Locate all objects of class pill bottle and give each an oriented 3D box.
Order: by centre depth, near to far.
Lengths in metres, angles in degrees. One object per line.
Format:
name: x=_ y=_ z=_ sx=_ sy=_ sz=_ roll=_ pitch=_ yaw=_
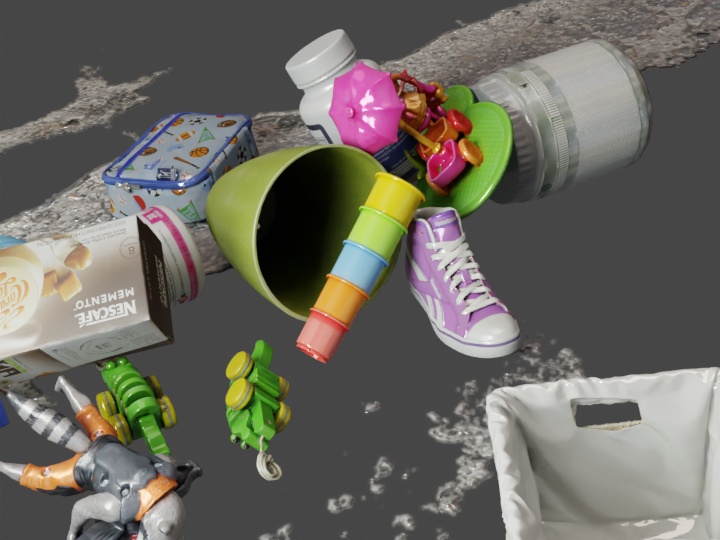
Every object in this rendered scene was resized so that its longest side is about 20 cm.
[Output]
pill bottle: x=-0.277 y=0.017 z=1.387 sx=0.199 sy=0.114 sz=0.113 roll=-27 pitch=38 yaw=-27
pill bottle: x=-0.003 y=-0.178 z=1.532 sx=0.111 sy=0.201 sz=0.111 roll=-28 pitch=22 yaw=12

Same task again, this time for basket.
basket: x=0.204 y=0.197 z=0.981 sx=0.197 sy=0.162 sz=0.201 roll=-6 pitch=34 yaw=2

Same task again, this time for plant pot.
plant pot: x=-0.085 y=-0.053 z=1.427 sx=0.186 sy=0.188 sz=0.200 roll=-27 pitch=23 yaw=-27

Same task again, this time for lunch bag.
lunch bag: x=-0.231 y=-0.133 z=1.645 sx=0.159 sy=0.076 sz=0.200 roll=7 pitch=34 yaw=24

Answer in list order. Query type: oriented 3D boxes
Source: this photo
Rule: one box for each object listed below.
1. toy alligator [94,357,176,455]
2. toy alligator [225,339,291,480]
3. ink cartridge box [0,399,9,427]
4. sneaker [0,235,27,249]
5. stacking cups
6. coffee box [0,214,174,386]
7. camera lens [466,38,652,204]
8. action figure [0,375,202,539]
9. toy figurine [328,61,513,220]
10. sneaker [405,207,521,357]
toy alligator: x=-0.230 y=0.113 z=1.272 sx=0.059 sy=0.055 sz=0.200 roll=-19 pitch=35 yaw=-20
toy alligator: x=-0.104 y=0.141 z=1.228 sx=0.054 sy=0.059 sz=0.201 roll=-44 pitch=27 yaw=22
ink cartridge box: x=-0.446 y=0.116 z=1.332 sx=0.094 sy=0.044 sz=0.200 roll=-27 pitch=38 yaw=-25
sneaker: x=-0.417 y=0.017 z=1.433 sx=0.130 sy=0.080 sz=0.199 roll=16 pitch=20 yaw=33
stacking cups: x=0.000 y=0.000 z=1.329 sx=0.060 sy=0.060 sz=0.201 roll=19 pitch=77 yaw=34
coffee box: x=-0.290 y=0.033 z=1.249 sx=0.199 sy=0.080 sz=0.115 roll=-13 pitch=68 yaw=6
camera lens: x=0.234 y=-0.177 z=1.543 sx=0.199 sy=0.161 sz=0.160 roll=-21 pitch=35 yaw=-20
action figure: x=-0.238 y=0.191 z=1.116 sx=0.193 sy=0.105 sz=0.200 roll=25 pitch=48 yaw=19
toy figurine: x=0.047 y=-0.172 z=1.416 sx=0.150 sy=0.183 sz=0.201 roll=-43 pitch=37 yaw=28
sneaker: x=0.097 y=0.003 z=1.339 sx=0.072 sy=0.115 sz=0.200 roll=-19 pitch=36 yaw=-21
